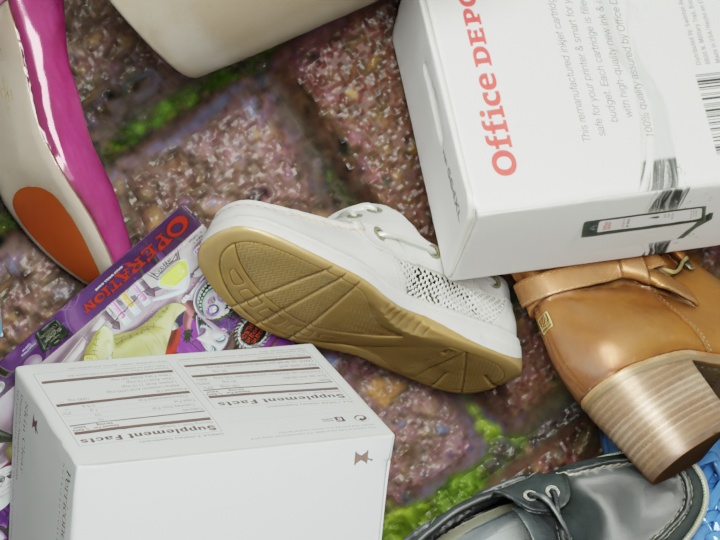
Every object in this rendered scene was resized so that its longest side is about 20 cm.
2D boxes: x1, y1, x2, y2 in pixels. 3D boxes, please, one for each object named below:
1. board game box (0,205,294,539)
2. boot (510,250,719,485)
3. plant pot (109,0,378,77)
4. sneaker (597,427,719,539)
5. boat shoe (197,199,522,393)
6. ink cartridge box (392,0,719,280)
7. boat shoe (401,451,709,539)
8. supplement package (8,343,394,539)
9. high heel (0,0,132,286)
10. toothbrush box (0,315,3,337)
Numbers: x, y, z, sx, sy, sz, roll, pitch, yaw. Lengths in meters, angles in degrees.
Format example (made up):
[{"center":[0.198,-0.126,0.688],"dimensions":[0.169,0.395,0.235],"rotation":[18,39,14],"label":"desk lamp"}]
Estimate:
[{"center":[-0.128,0.075,1.210],"dimensions":[0.200,0.032,0.120],"rotation":[-41,133,-6],"label":"board game box"},{"center":[0.169,0.011,1.274],"dimensions":[0.200,0.074,0.155],"rotation":[-19,68,-44],"label":"boot"},{"center":[-0.045,-0.187,1.135],"dimensions":[0.173,0.200,0.200],"rotation":[-37,104,10],"label":"plant pot"},{"center":[0.188,0.136,1.283],"dimensions":[0.066,0.078,0.201],"rotation":[-24,94,-19],"label":"sneaker"},{"center":[0.000,0.000,1.219],"dimensions":[0.200,0.071,0.070],"rotation":[26,54,-39],"label":"boat shoe"},{"center":[0.127,-0.087,1.218],"dimensions":[0.199,0.084,0.147],"rotation":[-7,67,-12],"label":"ink cartridge box"},{"center":[0.081,0.142,1.243],"dimensions":[0.198,0.066,0.075],"rotation":[-18,77,8],"label":"boat shoe"},{"center":[-0.082,0.152,1.174],"dimensions":[0.155,0.111,0.201],"rotation":[-4,112,-23],"label":"supplement package"},{"center":[-0.142,-0.086,1.199],"dimensions":[0.096,0.067,0.201],"rotation":[-45,122,-34],"label":"high heel"},{"center":[-0.278,-0.005,1.108],"dimensions":[0.199,0.146,0.086],"rotation":[-8,98,-24],"label":"toothbrush box"}]
